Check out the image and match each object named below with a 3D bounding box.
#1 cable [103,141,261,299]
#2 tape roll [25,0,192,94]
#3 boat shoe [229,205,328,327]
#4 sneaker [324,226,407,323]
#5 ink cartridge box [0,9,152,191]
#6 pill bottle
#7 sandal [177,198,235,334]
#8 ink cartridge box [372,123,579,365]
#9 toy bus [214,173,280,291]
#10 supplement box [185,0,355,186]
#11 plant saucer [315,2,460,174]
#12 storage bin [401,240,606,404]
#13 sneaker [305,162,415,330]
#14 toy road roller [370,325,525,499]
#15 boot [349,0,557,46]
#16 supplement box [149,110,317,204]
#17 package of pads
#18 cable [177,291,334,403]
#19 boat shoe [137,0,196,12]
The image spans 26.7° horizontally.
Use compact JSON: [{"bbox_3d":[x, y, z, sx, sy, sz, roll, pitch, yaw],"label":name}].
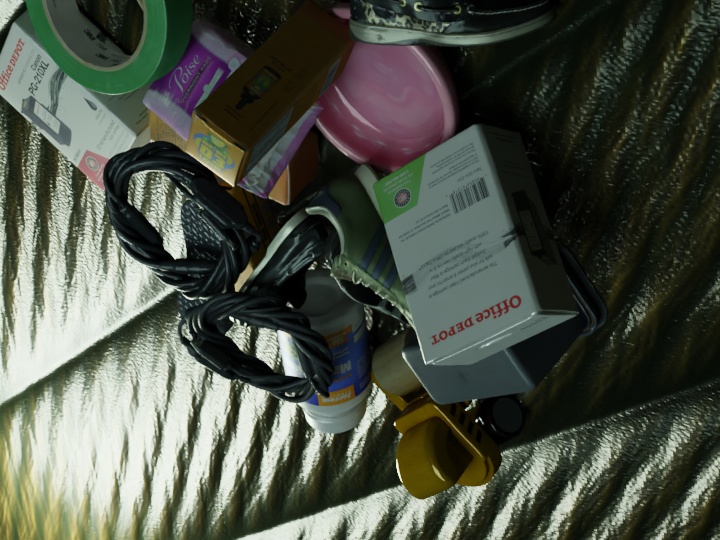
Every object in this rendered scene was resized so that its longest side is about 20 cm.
[{"bbox_3d":[-0.214,-0.058,1.746,0.199,0.051,0.163,38,132,-3],"label":"cable"},{"bbox_3d":[-0.269,-0.290,1.606,0.199,0.048,0.203,16,120,29],"label":"tape roll"},{"bbox_3d":[-0.087,0.013,1.750,0.066,0.074,0.200,43,126,9],"label":"boat shoe"},{"bbox_3d":[0.000,0.000,1.718,0.088,0.075,0.200,26,170,37],"label":"sneaker"},{"bbox_3d":[-0.342,-0.219,1.843,0.200,0.084,0.145,43,144,-2],"label":"ink cartridge box"},{"bbox_3d":[-0.042,0.106,1.877,0.111,0.112,0.202,19,138,28],"label":"pill bottle"},{"bbox_3d":[-0.177,-0.002,1.821,0.075,0.043,0.202,18,124,19],"label":"sandal"},{"bbox_3d":[0.113,-0.022,1.515,0.145,0.084,0.202,-27,71,34],"label":"ink cartridge box"},{"bbox_3d":[-0.136,-0.030,1.853,0.064,0.078,0.202,7,132,36],"label":"toy bus"},{"bbox_3d":[-0.086,-0.174,1.469,0.066,0.200,0.069,37,143,6],"label":"supplement box"},{"bbox_3d":[0.021,-0.193,1.565,0.199,0.051,0.202,24,140,22],"label":"plant saucer"},{"bbox_3d":[0.140,0.059,1.643,0.199,0.135,0.146,-15,117,48],"label":"storage bin"},{"bbox_3d":[0.012,-0.006,1.599,0.202,0.089,0.067,64,172,5],"label":"sneaker"},{"bbox_3d":[0.086,0.177,1.803,0.200,0.146,0.123,46,144,-7],"label":"toy road roller"},{"bbox_3d":[0.076,-0.289,1.394,0.201,0.074,0.156,2,116,21],"label":"boot"},{"bbox_3d":[-0.147,-0.153,1.734,0.198,0.067,0.069,24,141,21],"label":"supplement box"},{"bbox_3d":[-0.136,-0.177,1.611,0.075,0.121,0.200,28,-171,-48],"label":"package of pads"},{"bbox_3d":[-0.108,0.087,1.772,0.199,0.051,0.163,34,137,-19],"label":"cable"},{"bbox_3d":[-0.249,-0.359,1.630,0.072,0.065,0.201,-6,123,45],"label":"boat shoe"}]
